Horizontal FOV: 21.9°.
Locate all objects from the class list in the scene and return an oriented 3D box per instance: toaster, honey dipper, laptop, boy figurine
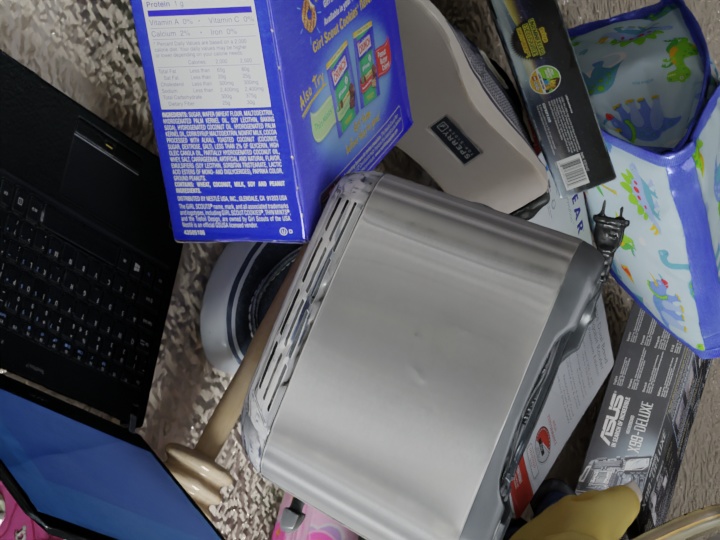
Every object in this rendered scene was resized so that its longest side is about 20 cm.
[{"bbox_3d":[0.031,0.039,0.860,0.114,0.129,0.200,49,63,-80],"label":"toaster"},{"bbox_3d":[-0.051,0.045,0.905,0.200,0.038,0.038,-61,145,-10],"label":"honey dipper"},{"bbox_3d":[-0.102,0.025,0.797,0.177,0.103,0.200,36,62,-57],"label":"laptop"},{"bbox_3d":[0.128,0.175,1.151,0.064,0.124,0.200,52,-2,-4],"label":"boy figurine"}]

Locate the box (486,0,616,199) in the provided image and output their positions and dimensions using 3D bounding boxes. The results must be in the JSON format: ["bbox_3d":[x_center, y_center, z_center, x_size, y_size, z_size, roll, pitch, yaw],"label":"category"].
[{"bbox_3d":[0.097,-0.161,1.113,0.137,0.040,0.200,-102,170,-57],"label":"box"}]

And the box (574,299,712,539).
[{"bbox_3d":[0.213,0.106,1.365,0.158,0.050,0.200,61,46,-64],"label":"box"}]

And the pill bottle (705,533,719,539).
[{"bbox_3d":[0.274,0.293,1.483,0.200,0.113,0.113,-38,125,-53],"label":"pill bottle"}]

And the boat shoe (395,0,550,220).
[{"bbox_3d":[0.037,-0.115,1.080,0.200,0.075,0.093,51,19,-35],"label":"boat shoe"}]

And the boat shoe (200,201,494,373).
[{"bbox_3d":[0.000,0.000,0.988,0.200,0.091,0.071,-35,123,-54],"label":"boat shoe"}]

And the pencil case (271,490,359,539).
[{"bbox_3d":[-0.018,0.163,0.983,0.087,0.087,0.200,41,58,-55],"label":"pencil case"}]

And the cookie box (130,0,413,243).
[{"bbox_3d":[-0.043,-0.136,0.888,0.171,0.075,0.200,-52,137,-60],"label":"cookie box"}]

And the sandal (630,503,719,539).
[{"bbox_3d":[0.170,0.221,1.250,0.200,0.054,0.080,-31,171,-15],"label":"sandal"}]

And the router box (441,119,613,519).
[{"bbox_3d":[0.097,0.026,1.205,0.180,0.049,0.200,-50,135,-46],"label":"router box"}]

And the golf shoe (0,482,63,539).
[{"bbox_3d":[-0.126,0.178,0.809,0.091,0.075,0.201,8,87,-64],"label":"golf shoe"}]

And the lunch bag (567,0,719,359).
[{"bbox_3d":[0.206,-0.062,1.247,0.200,0.127,0.170,-95,167,-55],"label":"lunch bag"}]

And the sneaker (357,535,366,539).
[{"bbox_3d":[0.029,0.097,0.947,0.200,0.079,0.075,-58,176,-21],"label":"sneaker"}]
